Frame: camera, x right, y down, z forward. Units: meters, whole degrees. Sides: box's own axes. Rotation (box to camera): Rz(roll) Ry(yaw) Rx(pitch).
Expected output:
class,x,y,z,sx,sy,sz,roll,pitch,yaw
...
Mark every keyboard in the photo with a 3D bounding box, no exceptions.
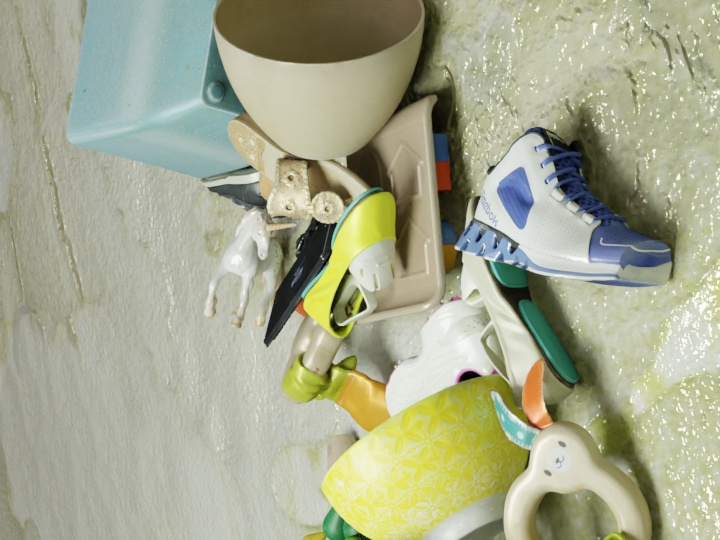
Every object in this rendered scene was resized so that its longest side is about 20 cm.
class,x,y,z,sx,sy,sz,roll,pitch,yaw
keyboard,-0.054,-0.011,1.725,0.200,0.020,0.128,127,160,-53

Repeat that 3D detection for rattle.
class,x,y,z,sx,sy,sz,roll,pitch,yaw
rattle,0.149,0.188,1.325,0.129,0.142,0.202,-10,100,41
rattle,-0.010,0.082,1.748,0.200,0.141,0.132,-98,19,-78

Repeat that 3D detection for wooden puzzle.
class,x,y,z,sx,sy,sz,roll,pitch,yaw
wooden puzzle,0.042,-0.054,1.585,0.185,0.046,0.202,165,106,-65

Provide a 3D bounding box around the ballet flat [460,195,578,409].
class,x,y,z,sx,sy,sz,roll,pitch,yaw
ballet flat,0.123,0.031,1.435,0.202,0.069,0.070,68,150,24

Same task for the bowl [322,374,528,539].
class,x,y,z,sx,sy,sz,roll,pitch,yaw
bowl,0.077,0.191,1.453,0.108,0.199,0.201,60,147,21

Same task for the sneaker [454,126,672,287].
class,x,y,z,sx,sy,sz,roll,pitch,yaw
sneaker,0.159,-0.054,1.324,0.198,0.080,0.116,15,96,48

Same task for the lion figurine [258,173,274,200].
class,x,y,z,sx,sy,sz,roll,pitch,yaw
lion figurine,-0.071,-0.126,1.709,0.073,0.121,0.202,47,138,46

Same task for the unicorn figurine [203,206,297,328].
class,x,y,z,sx,sy,sz,roll,pitch,yaw
unicorn figurine,-0.121,-0.006,1.827,0.200,0.073,0.139,-85,14,-84

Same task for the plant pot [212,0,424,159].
class,x,y,z,sx,sy,sz,roll,pitch,yaw
plant pot,-0.037,-0.186,1.564,0.200,0.199,0.136,47,148,47

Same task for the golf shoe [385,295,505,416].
class,x,y,z,sx,sy,sz,roll,pitch,yaw
golf shoe,0.081,0.108,1.546,0.092,0.075,0.201,61,148,27

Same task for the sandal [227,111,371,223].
class,x,y,z,sx,sy,sz,roll,pitch,yaw
sandal,-0.072,-0.080,1.604,0.211,0.069,0.078,35,147,32

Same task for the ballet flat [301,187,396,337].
class,x,y,z,sx,sy,sz,roll,pitch,yaw
ballet flat,0.000,0.000,1.558,0.067,0.066,0.200,57,147,19

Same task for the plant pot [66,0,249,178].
class,x,y,z,sx,sy,sz,roll,pitch,yaw
plant pot,-0.172,-0.216,1.778,0.199,0.195,0.199,2,82,49

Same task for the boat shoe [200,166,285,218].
class,x,y,z,sx,sy,sz,roll,pitch,yaw
boat shoe,-0.132,-0.095,1.898,0.068,0.072,0.200,62,163,-17

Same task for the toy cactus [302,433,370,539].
class,x,y,z,sx,sy,sz,roll,pitch,yaw
toy cactus,-0.016,0.261,1.774,0.200,0.101,0.167,113,149,-59
